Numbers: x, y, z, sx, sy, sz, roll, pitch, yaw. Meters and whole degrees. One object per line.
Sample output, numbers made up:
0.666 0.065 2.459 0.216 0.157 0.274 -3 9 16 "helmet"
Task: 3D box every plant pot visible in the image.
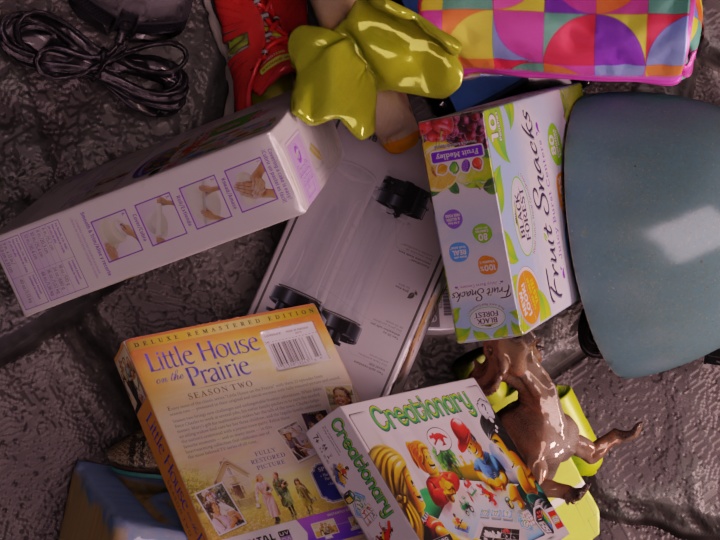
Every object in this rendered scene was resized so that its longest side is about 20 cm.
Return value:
0.235 -0.033 1.266 0.133 0.200 0.202 -8 101 23 "plant pot"

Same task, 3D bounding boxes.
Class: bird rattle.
-0.014 -0.161 1.200 0.112 0.201 0.163 -30 146 0 "bird rattle"

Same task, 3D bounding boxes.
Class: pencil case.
0.133 -0.166 1.247 0.198 0.088 0.090 0 97 12 "pencil case"

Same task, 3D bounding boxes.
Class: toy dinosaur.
0.105 0.128 1.296 0.135 0.086 0.201 34 109 19 "toy dinosaur"

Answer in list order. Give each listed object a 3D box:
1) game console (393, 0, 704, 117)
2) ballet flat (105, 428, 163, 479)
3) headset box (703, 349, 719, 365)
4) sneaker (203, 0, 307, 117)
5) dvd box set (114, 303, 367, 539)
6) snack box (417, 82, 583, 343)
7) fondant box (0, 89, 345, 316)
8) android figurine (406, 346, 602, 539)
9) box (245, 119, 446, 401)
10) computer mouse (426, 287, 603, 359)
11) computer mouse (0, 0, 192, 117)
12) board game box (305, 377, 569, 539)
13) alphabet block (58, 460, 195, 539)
0.116 -0.207 1.288 0.119 0.171 0.201 -39 108 -38 "game console"
-0.074 0.120 1.276 0.198 0.068 0.076 13 98 -9 "ballet flat"
0.358 -0.019 1.349 0.092 0.173 0.203 -3 99 -60 "headset box"
-0.058 -0.151 1.250 0.076 0.085 0.202 -10 99 -17 "sneaker"
-0.054 0.121 1.149 0.145 0.029 0.201 -11 62 -33 "dvd box set"
0.109 -0.043 1.219 0.052 0.200 0.144 -9 96 26 "snack box"
-0.120 -0.048 1.171 0.198 0.144 0.059 -21 103 16 "fondant box"
0.100 0.165 1.359 0.181 0.041 0.201 -32 101 -13 "android figurine"
0.000 0.000 1.269 0.116 0.060 0.202 22 83 9 "box"
0.103 0.010 1.338 0.198 0.044 0.111 0 82 -13 "computer mouse"
-0.154 -0.218 1.234 0.137 0.053 0.202 19 100 -17 "computer mouse"
0.053 0.138 1.164 0.035 0.199 0.127 -38 76 23 "board game box"
-0.109 0.258 1.222 0.193 0.196 0.202 13 92 -17 "alphabet block"
